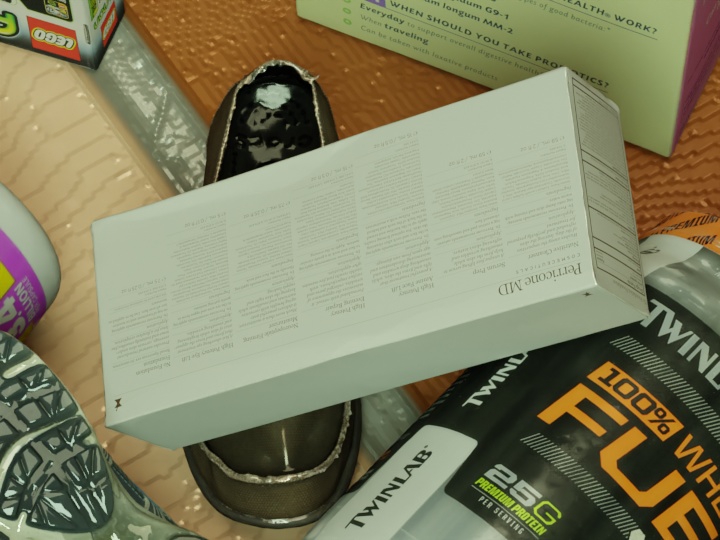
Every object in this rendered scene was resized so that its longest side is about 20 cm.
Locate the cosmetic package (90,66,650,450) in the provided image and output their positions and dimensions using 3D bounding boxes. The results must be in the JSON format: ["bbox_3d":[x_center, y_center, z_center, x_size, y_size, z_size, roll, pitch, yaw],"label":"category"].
[{"bbox_3d":[0.000,0.000,0.933,0.200,0.051,0.083,-16,65,26],"label":"cosmetic package"}]

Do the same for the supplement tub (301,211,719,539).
[{"bbox_3d":[0.081,0.078,0.944,0.122,0.123,0.200,37,68,19],"label":"supplement tub"}]

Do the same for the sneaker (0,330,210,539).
[{"bbox_3d":[-0.109,0.097,0.939,0.200,0.086,0.078,44,76,0],"label":"sneaker"}]

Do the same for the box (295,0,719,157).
[{"bbox_3d":[0.068,-0.163,1.035,0.176,0.200,0.097,22,64,13],"label":"box"}]

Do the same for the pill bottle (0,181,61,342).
[{"bbox_3d":[-0.208,0.047,0.977,0.104,0.104,0.200,29,66,16],"label":"pill bottle"}]

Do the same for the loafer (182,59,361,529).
[{"bbox_3d":[-0.039,0.003,1.017,0.073,0.071,0.201,-4,61,-1],"label":"loafer"}]

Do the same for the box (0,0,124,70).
[{"bbox_3d":[-0.200,-0.153,1.085,0.199,0.110,0.035,17,62,10],"label":"box"}]
